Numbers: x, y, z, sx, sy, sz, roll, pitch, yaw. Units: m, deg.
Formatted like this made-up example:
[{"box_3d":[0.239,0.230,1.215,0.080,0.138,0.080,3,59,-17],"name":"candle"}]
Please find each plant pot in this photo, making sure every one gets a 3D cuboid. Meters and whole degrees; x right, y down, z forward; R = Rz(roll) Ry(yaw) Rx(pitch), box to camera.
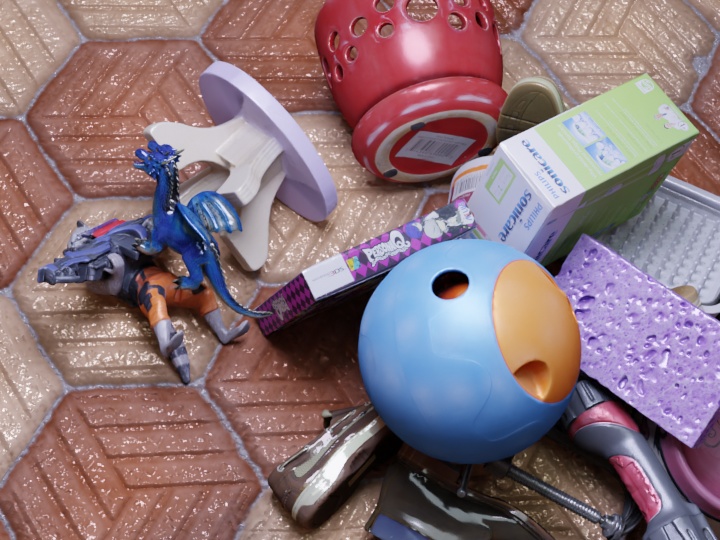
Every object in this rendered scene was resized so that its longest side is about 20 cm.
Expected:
[{"box_3d":[0.065,-0.210,1.518,0.200,0.201,0.183,-9,62,-13],"name":"plant pot"}]

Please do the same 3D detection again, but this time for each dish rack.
[{"box_3d":[0.306,-0.030,1.457,0.200,0.044,0.172,25,48,16],"name":"dish rack"}]

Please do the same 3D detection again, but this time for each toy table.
[{"box_3d":[-0.126,-0.103,1.447,0.200,0.184,0.117,48,66,-10],"name":"toy table"}]

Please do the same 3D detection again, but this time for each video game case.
[{"box_3d":[0.000,0.000,1.375,0.181,0.200,0.036,-25,87,-20],"name":"video game case"}]

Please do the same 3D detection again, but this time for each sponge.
[{"box_3d":[0.263,0.065,1.317,0.200,0.030,0.112,36,99,25],"name":"sponge"}]

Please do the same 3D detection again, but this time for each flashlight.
[{"box_3d":[0.253,0.196,1.311,0.068,0.068,0.200,-1,50,-33],"name":"flashlight"}]

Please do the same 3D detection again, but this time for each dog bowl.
[{"box_3d":[0.367,0.161,1.352,0.200,0.074,0.201,2,75,-8],"name":"dog bowl"}]

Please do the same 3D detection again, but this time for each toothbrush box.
[{"box_3d":[0.208,-0.087,1.358,0.200,0.146,0.086,-29,70,-29],"name":"toothbrush box"}]

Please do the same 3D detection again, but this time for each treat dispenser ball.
[{"box_3d":[0.098,0.072,1.256,0.200,0.201,0.201,3,57,-5],"name":"treat dispenser ball"}]

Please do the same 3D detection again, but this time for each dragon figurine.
[{"box_3d":[-0.156,-0.038,1.351,0.200,0.099,0.059,44,37,13],"name":"dragon figurine"}]

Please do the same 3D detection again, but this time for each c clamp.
[{"box_3d":[0.186,0.199,1.332,0.200,0.027,0.171,25,35,-6],"name":"c clamp"}]

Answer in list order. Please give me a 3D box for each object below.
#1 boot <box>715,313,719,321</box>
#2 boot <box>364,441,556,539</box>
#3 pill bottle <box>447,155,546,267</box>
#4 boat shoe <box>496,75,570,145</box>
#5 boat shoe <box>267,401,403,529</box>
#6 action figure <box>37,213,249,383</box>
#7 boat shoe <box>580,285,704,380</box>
[{"box_3d":[0.324,0.030,1.478,0.200,0.066,0.165,30,57,18],"name":"boot"},{"box_3d":[0.101,0.251,1.315,0.200,0.075,0.097,34,84,4],"name":"boot"},{"box_3d":[0.136,-0.009,1.445,0.114,0.114,0.200,12,57,1],"name":"pill bottle"},{"box_3d":[0.190,-0.138,1.486,0.073,0.201,0.063,10,53,21],"name":"boat shoe"},{"box_3d":[-0.007,0.154,1.347,0.075,0.075,0.202,37,60,23],"name":"boat shoe"},{"box_3d":[-0.234,0.022,1.390,0.193,0.105,0.200,40,36,23],"name":"action figure"},{"box_3d":[0.252,0.084,1.384,0.069,0.200,0.074,61,29,-6],"name":"boat shoe"}]
